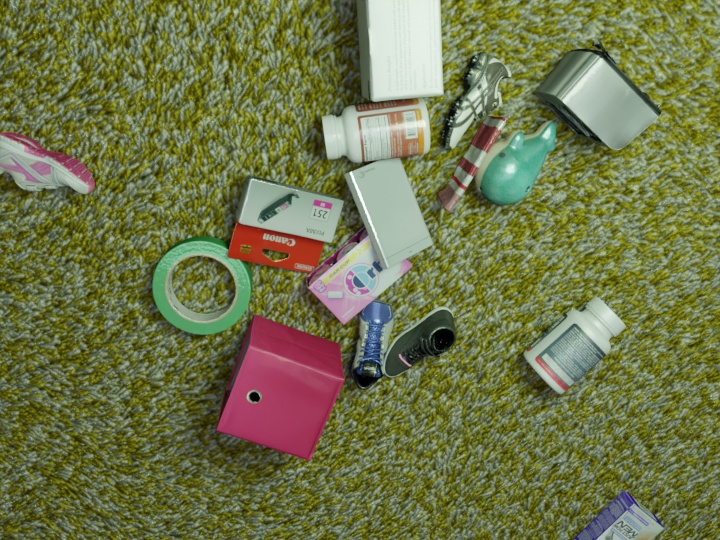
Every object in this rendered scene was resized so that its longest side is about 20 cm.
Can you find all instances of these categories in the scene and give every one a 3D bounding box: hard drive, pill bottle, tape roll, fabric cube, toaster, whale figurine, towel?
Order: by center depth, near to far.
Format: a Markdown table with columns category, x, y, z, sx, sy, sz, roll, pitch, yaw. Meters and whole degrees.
| category | x | y | z | sx | sy | sz | roll | pitch | yaw |
| --- | --- | --- | --- | --- | --- | --- | --- | --- | --- |
| toaster | 0.441 | -0.330 | 1.346 | 0.200 | 0.181 | 0.119 | 40 | 101 | -13 |
| pill bottle | 0.029 | -0.269 | 1.374 | 0.199 | 0.112 | 0.112 | -7 | 106 | -1 |
| towel | 0.214 | -0.212 | 1.384 | 0.023 | 0.144 | 0.200 | 29 | 102 | -7 |
| whale figurine | 0.321 | -0.208 | 1.396 | 0.200 | 0.104 | 0.159 | -35 | 146 | -12 |
| hard drive | 0.059 | -0.120 | 1.412 | 0.132 | 0.027 | 0.200 | -27 | 98 | -33 |
| fabric cube | -0.163 | 0.236 | 1.455 | 0.199 | 0.200 | 0.197 | 21 | 102 | -10 |
| tape roll | -0.325 | 0.031 | 1.468 | 0.200 | 0.048 | 0.201 | -1 | 105 | -3 |
| pill bottle | 0.459 | 0.156 | 1.513 | 0.200 | 0.120 | 0.120 | -44 | 104 | 9 |

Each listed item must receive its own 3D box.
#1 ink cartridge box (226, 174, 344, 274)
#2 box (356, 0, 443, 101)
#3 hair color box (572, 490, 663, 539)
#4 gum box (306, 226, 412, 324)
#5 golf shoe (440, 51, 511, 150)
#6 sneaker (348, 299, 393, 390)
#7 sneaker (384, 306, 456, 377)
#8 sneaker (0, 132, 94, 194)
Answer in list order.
| category | x | y | z | sx | sy | sz | roll | pitch | yaw |
| --- | --- | --- | --- | --- | --- | --- | --- | --- | --- |
| ink cartridge box | -0.152 | -0.084 | 1.423 | 0.200 | 0.044 | 0.174 | 11 | 104 | -23 |
| box | 0.067 | -0.415 | 1.290 | 0.130 | 0.200 | 0.199 | -5 | 106 | -4 |
| hair color box | 0.602 | 0.633 | 1.685 | 0.109 | 0.065 | 0.200 | 39 | 101 | -13 |
| gum box | 0.000 | 0.000 | 1.463 | 0.200 | 0.066 | 0.114 | -40 | 110 | 6 |
| golf shoe | 0.227 | -0.320 | 1.390 | 0.094 | 0.078 | 0.200 | 22 | 104 | -9 |
| sneaker | 0.027 | 0.167 | 1.492 | 0.080 | 0.115 | 0.200 | 11 | 105 | -7 |
| sneaker | 0.124 | 0.165 | 1.506 | 0.200 | 0.099 | 0.071 | -44 | 105 | 10 |
| sneaker | -0.615 | -0.190 | 1.377 | 0.200 | 0.081 | 0.088 | 26 | 104 | -2 |
